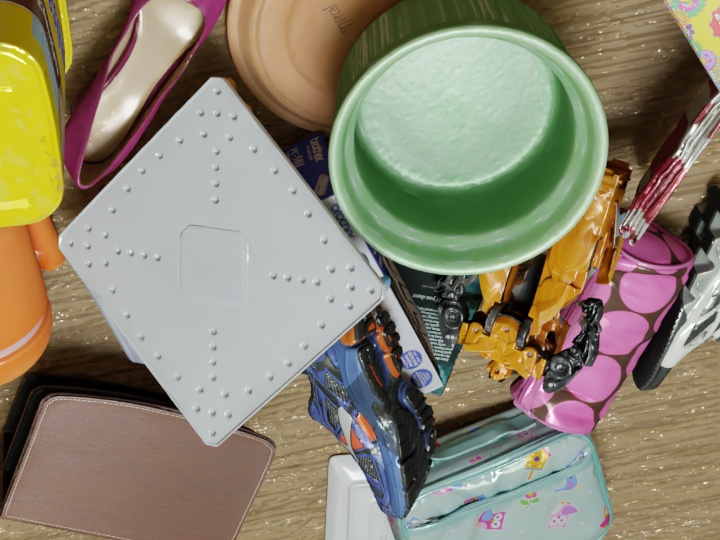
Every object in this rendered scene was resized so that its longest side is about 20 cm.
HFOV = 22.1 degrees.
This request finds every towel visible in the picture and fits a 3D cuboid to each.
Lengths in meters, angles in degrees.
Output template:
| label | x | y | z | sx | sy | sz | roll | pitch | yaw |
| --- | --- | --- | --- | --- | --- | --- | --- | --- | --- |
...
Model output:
| label | x | y | z | sx | sy | sz | roll | pitch | yaw |
| --- | --- | --- | --- | --- | --- | --- | --- | --- | --- |
| towel | 0.257 | -0.122 | 1.373 | 0.023 | 0.144 | 0.201 | 33 | 115 | 1 |

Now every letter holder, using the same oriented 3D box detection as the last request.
| label | x | y | z | sx | sy | sz | roll | pitch | yaw |
| --- | --- | --- | --- | --- | --- | --- | --- | --- | --- |
| letter holder | -0.184 | 0.140 | 1.530 | 0.199 | 0.101 | 0.143 | 14 | 122 | -19 |

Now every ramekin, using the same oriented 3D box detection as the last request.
| label | x | y | z | sx | sy | sz | roll | pitch | yaw |
| --- | --- | --- | --- | --- | --- | --- | --- | --- | --- |
| ramekin | 0.073 | -0.106 | 1.332 | 0.198 | 0.098 | 0.201 | -2 | 123 | -3 |

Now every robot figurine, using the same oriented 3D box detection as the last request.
| label | x | y | z | sx | sy | sz | roll | pitch | yaw |
| --- | --- | --- | --- | --- | --- | --- | --- | --- | --- |
| robot figurine | -0.300 | 0.008 | 1.396 | 0.116 | 0.144 | 0.201 | 0 | 130 | 12 |
| robot figurine | 0.139 | -0.004 | 1.451 | 0.144 | 0.058 | 0.201 | 25 | 115 | 20 |

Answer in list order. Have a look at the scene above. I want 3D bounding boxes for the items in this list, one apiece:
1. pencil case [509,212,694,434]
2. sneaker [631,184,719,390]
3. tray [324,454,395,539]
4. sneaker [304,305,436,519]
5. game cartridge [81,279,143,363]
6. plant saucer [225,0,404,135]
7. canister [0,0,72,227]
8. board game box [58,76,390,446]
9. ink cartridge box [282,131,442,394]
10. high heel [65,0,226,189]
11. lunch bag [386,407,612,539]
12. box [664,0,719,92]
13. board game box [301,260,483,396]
| label | x | y | z | sx | sy | sz | roll | pitch | yaw |
| --- | --- | --- | --- | --- | --- | --- | --- | --- | --- |
| pencil case | 0.193 | 0.047 | 1.529 | 0.093 | 0.091 | 0.201 | -15 | 137 | -45 |
| sneaker | 0.294 | 0.027 | 1.538 | 0.088 | 0.074 | 0.201 | 14 | 124 | -17 |
| tray | 0.021 | 0.246 | 1.696 | 0.106 | 0.022 | 0.201 | -3 | 128 | -8 |
| sneaker | 0.003 | 0.106 | 1.407 | 0.078 | 0.075 | 0.201 | 0 | 124 | 29 |
| game cartridge | -0.122 | 0.015 | 1.433 | 0.199 | 0.041 | 0.134 | -3 | 129 | 27 |
| plant saucer | 0.001 | -0.182 | 1.353 | 0.199 | 0.032 | 0.201 | -5 | 127 | -6 |
| canister | -0.241 | -0.142 | 1.235 | 0.086 | 0.201 | 0.149 | -6 | 129 | -4 |
| board game box | -0.101 | -0.006 | 1.348 | 0.200 | 0.026 | 0.200 | -42 | 83 | 28 |
| ink cartridge box | 0.000 | 0.000 | 1.420 | 0.044 | 0.094 | 0.201 | -25 | 124 | 6 |
| high heel | -0.146 | -0.146 | 1.314 | 0.067 | 0.096 | 0.200 | 24 | 120 | -25 |
| lunch bag | 0.117 | 0.204 | 1.629 | 0.199 | 0.077 | 0.161 | -23 | 130 | -6 |
| box | 0.282 | -0.253 | 1.242 | 0.199 | 0.193 | 0.122 | -30 | 127 | 14 |
| board game box | -0.006 | 0.031 | 1.517 | 0.198 | 0.028 | 0.136 | 10 | 123 | -17 |
